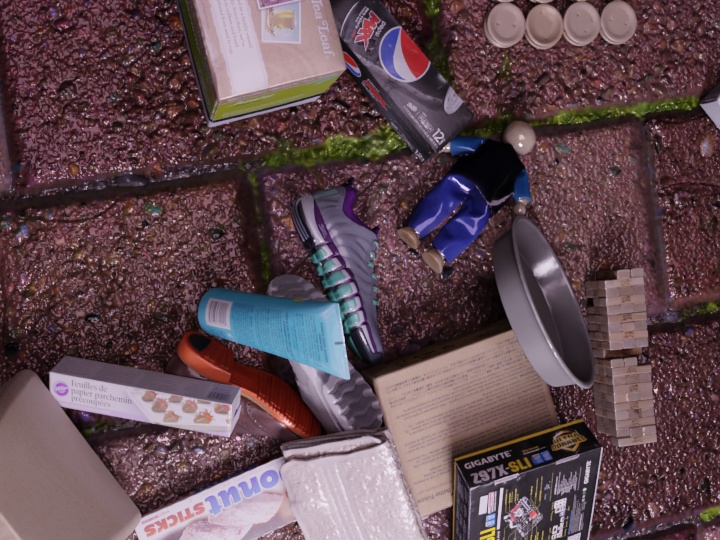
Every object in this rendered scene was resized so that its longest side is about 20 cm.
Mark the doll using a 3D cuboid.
[{"bbox_3d":[0.129,-0.099,1.082,0.136,0.049,0.200,43,80,12],"label":"doll"}]

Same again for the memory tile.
[{"bbox_3d":[0.237,-0.344,1.124,0.195,0.017,0.157,-5,91,-14],"label":"memory tile"}]

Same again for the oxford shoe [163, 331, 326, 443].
[{"bbox_3d":[-0.125,0.148,1.027,0.198,0.071,0.073,35,105,-8],"label":"oxford shoe"}]

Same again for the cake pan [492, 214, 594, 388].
[{"bbox_3d":[0.201,0.038,1.043,0.036,0.200,0.203,-24,97,23],"label":"cake pan"}]

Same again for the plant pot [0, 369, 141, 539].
[{"bbox_3d":[-0.355,0.248,0.892,0.198,0.177,0.202,-36,97,1],"label":"plant pot"}]

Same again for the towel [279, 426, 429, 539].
[{"bbox_3d":[-0.002,0.259,1.008,0.130,0.035,0.203,-12,115,17],"label":"towel"}]

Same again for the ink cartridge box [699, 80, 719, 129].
[{"bbox_3d":[0.548,-0.213,1.183,0.200,0.043,0.174,-44,100,-9],"label":"ink cartridge box"}]

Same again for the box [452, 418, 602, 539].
[{"bbox_3d":[0.180,0.271,1.045,0.156,0.050,0.203,-13,127,-13],"label":"box"}]

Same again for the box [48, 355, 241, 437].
[{"bbox_3d":[-0.222,0.129,0.975,0.195,0.042,0.040,9,111,5],"label":"box"}]

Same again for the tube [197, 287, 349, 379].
[{"bbox_3d":[-0.088,0.056,0.963,0.050,0.197,0.079,-32,119,-39],"label":"tube"}]

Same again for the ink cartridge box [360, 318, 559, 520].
[{"bbox_3d":[0.117,0.164,1.070,0.196,0.075,0.168,-17,96,-13],"label":"ink cartridge box"}]

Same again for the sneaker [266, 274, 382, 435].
[{"bbox_3d":[-0.056,0.102,1.031,0.074,0.082,0.203,-17,75,-39],"label":"sneaker"}]

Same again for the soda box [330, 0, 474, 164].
[{"bbox_3d":[0.034,-0.219,1.042,0.063,0.071,0.201,-41,93,-10],"label":"soda box"}]

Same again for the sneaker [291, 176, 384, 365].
[{"bbox_3d":[0.000,0.000,1.045,0.086,0.074,0.204,-25,95,-16],"label":"sneaker"}]

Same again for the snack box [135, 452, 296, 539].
[{"bbox_3d":[-0.145,0.266,1.035,0.196,0.024,0.073,-22,94,-12],"label":"snack box"}]

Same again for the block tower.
[{"bbox_3d":[0.309,0.101,1.124,0.053,0.058,0.205,-5,90,-12],"label":"block tower"}]

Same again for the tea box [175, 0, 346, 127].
[{"bbox_3d":[-0.113,-0.269,0.952,0.131,0.197,0.205,-15,93,-12],"label":"tea box"}]
